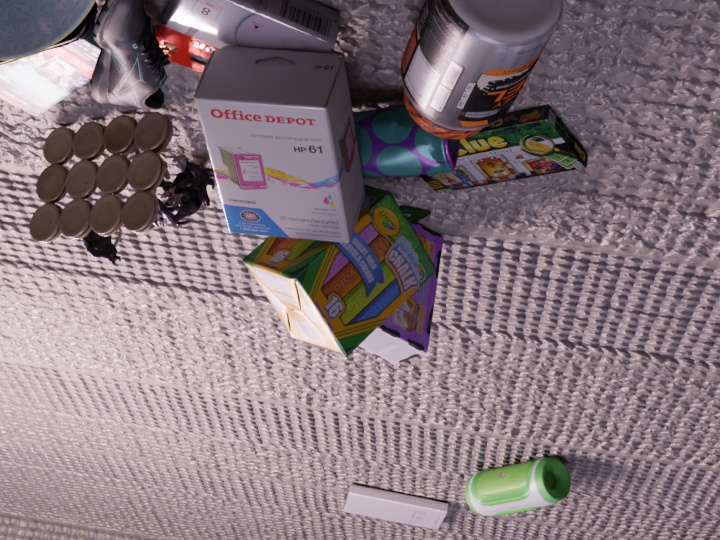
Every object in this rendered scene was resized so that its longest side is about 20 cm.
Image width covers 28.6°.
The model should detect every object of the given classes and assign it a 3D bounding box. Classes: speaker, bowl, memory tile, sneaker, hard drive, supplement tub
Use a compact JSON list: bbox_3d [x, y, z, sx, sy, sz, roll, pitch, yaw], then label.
[{"bbox_3d":[0.280,0.388,2.534,0.088,0.089,0.200,28,149,-30],"label":"speaker"},{"bbox_3d":[-0.351,-0.312,1.341,0.200,0.200,0.108,36,-173,-41],"label":"bowl"},{"bbox_3d":[-0.313,-0.111,1.701,0.199,0.154,0.017,-5,162,32],"label":"memory tile"},{"bbox_3d":[-0.236,-0.238,1.492,0.079,0.076,0.200,22,152,-1],"label":"sneaker"},{"bbox_3d":[0.070,0.480,2.863,0.199,0.026,0.132,12,154,-1],"label":"hard drive"},{"bbox_3d":[0.109,-0.216,1.361,0.122,0.123,0.200,14,154,-6],"label":"supplement tub"}]

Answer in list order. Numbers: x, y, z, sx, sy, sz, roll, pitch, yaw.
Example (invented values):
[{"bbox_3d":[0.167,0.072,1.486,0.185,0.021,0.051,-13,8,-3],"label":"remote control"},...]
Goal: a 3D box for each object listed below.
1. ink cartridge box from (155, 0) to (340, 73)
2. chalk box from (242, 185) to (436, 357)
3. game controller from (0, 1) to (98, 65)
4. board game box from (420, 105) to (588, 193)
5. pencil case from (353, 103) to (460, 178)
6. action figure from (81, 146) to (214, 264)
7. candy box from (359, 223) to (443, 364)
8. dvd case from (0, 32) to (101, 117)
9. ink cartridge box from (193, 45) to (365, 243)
[{"bbox_3d":[-0.132,-0.237,1.499,0.162,0.057,0.200,20,148,-17],"label":"ink cartridge box"},{"bbox_3d":[-0.008,-0.020,1.624,0.125,0.200,0.124,14,143,55],"label":"chalk box"},{"bbox_3d":[-0.351,-0.273,1.460,0.199,0.105,0.042,-9,-171,34],"label":"game controller"},{"bbox_3d":[0.148,-0.136,1.620,0.199,0.024,0.105,-9,145,34],"label":"board game box"},{"bbox_3d":[0.014,-0.148,1.574,0.199,0.093,0.085,-3,-172,22],"label":"pencil case"},{"bbox_3d":[-0.260,-0.092,1.745,0.102,0.200,0.119,63,170,-31],"label":"action figure"},{"bbox_3d":[0.000,0.000,1.780,0.200,0.168,0.071,28,147,-29],"label":"candy box"},{"bbox_3d":[-0.381,-0.246,1.608,0.146,0.022,0.200,28,148,-31],"label":"dvd case"},{"bbox_3d":[-0.082,-0.131,1.496,0.144,0.085,0.200,5,137,14],"label":"ink cartridge box"}]
